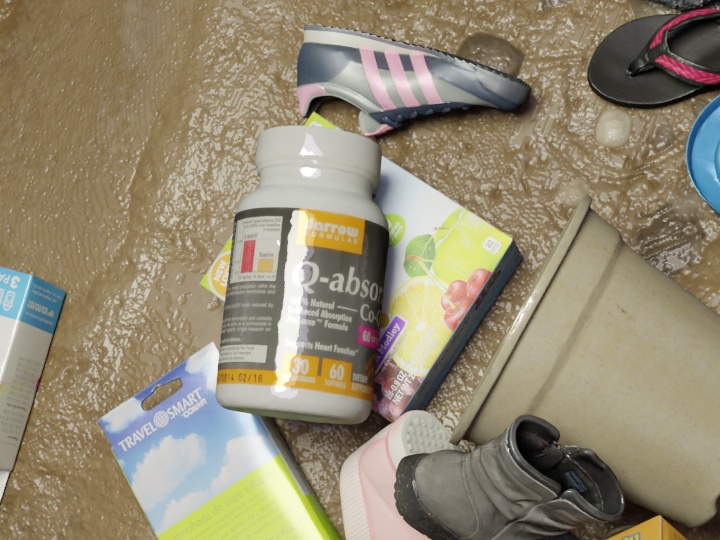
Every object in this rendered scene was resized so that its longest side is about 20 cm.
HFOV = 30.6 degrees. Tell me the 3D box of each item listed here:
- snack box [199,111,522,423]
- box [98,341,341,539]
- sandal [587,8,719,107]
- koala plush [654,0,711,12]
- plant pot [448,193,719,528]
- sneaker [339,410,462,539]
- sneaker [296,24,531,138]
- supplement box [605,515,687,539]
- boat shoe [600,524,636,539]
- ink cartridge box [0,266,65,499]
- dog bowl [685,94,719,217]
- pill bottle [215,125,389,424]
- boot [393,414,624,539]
[{"bbox_3d":[0.000,0.000,1.042,0.199,0.068,0.170,32,87,19],"label":"snack box"},{"bbox_3d":[-0.108,0.174,1.035,0.121,0.048,0.201,-33,73,4],"label":"box"},{"bbox_3d":[0.276,-0.174,1.030,0.197,0.045,0.076,-4,77,12],"label":"sandal"},{"bbox_3d":[0.235,-0.314,0.991,0.175,0.200,0.186,-17,74,8],"label":"koala plush"},{"bbox_3d":[0.188,0.079,0.929,0.182,0.201,0.202,30,85,7],"label":"plant pot"},{"bbox_3d":[0.058,0.207,0.985,0.104,0.075,0.202,-31,93,39],"label":"sneaker"},{"bbox_3d":[0.040,-0.143,1.075,0.197,0.070,0.083,16,98,19],"label":"sneaker"},{"bbox_3d":[0.232,0.247,0.865,0.066,0.200,0.069,-32,31,32],"label":"supplement box"},{"bbox_3d":[0.215,0.279,0.928,0.071,0.065,0.203,-15,74,9],"label":"boat shoe"},{"bbox_3d":[-0.336,0.094,1.096,0.113,0.068,0.203,12,80,15],"label":"ink cartridge box"},{"bbox_3d":[0.333,-0.052,0.987,0.111,0.050,0.200,-44,72,0],"label":"dog bowl"},{"bbox_3d":[-0.039,0.005,0.955,0.115,0.116,0.203,4,81,14],"label":"pill bottle"},{"bbox_3d":[0.129,0.172,0.893,0.131,0.199,0.071,-23,46,41],"label":"boot"}]
